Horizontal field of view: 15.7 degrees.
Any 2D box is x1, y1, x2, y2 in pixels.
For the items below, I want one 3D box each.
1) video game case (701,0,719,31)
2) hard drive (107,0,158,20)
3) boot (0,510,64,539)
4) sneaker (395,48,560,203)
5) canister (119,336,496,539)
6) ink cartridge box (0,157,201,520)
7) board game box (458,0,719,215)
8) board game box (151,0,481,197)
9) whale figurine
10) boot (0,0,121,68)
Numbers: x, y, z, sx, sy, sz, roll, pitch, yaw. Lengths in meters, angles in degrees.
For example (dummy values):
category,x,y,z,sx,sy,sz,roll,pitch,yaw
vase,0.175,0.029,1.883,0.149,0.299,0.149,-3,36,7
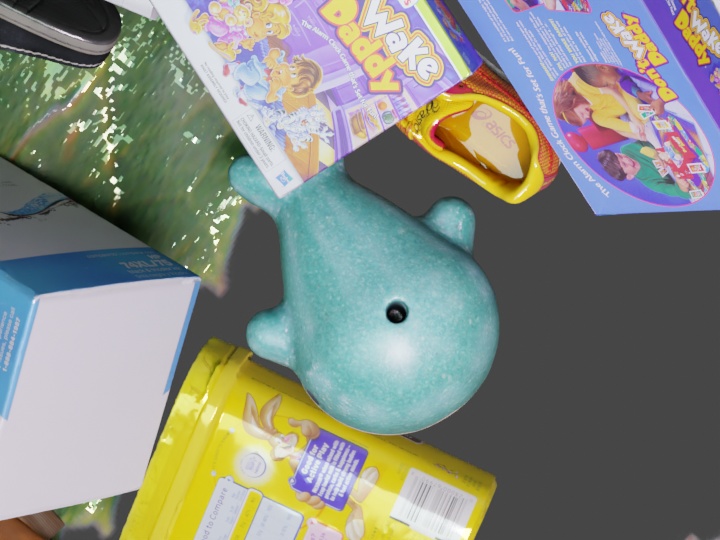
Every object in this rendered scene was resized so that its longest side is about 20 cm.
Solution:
category,x,y,z,sx,sy,sz,roll,pitch,yaw
video game case,0.133,-0.186,1.443,0.143,0.018,0.201,9,139,43
hard drive,-0.187,-0.246,1.538,0.199,0.026,0.133,23,93,6
boot,-0.185,0.228,1.637,0.199,0.155,0.074,34,109,2
sneaker,0.034,-0.115,1.537,0.199,0.077,0.073,32,111,4
canister,-0.032,0.150,1.619,0.199,0.087,0.149,25,109,4
ink cartridge box,-0.228,0.032,1.562,0.199,0.146,0.148,30,112,32
board game box,0.141,-0.121,1.458,0.134,0.045,0.200,-1,132,49
board game box,-0.043,-0.163,1.473,0.134,0.045,0.201,-32,96,16
whale figurine,0.000,0.000,1.554,0.158,0.104,0.201,-30,84,-6
boot,-0.252,-0.131,1.594,0.202,0.074,0.154,21,125,3
